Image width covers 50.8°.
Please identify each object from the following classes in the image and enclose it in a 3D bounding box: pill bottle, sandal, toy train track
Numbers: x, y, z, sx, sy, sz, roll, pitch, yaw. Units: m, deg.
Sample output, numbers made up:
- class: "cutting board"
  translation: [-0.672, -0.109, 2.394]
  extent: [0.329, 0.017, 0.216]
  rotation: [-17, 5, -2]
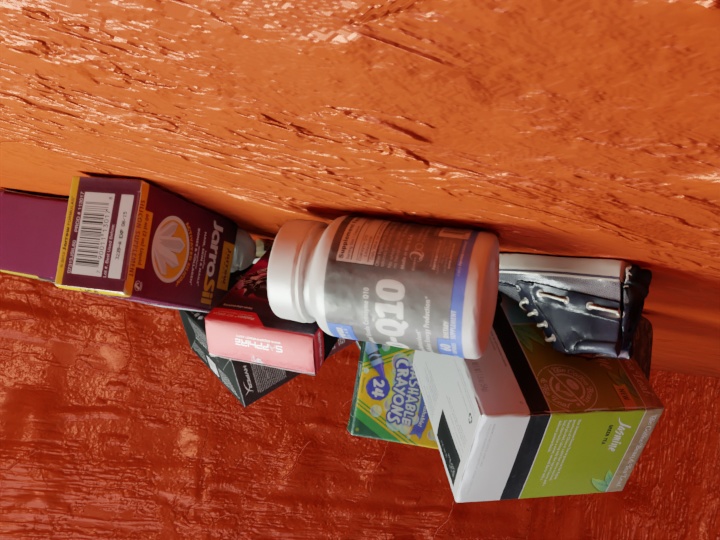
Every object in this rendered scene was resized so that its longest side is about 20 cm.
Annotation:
- class: "pill bottle"
  translation: [0.022, 0.011, 0.698]
  extent: [0.197, 0.116, 0.114]
  rotation: [7, 174, 18]
- class: "sandal"
  translation: [-0.224, -0.034, 0.968]
  extent: [0.199, 0.084, 0.050]
  rotation: [7, -143, 10]
- class: "toy train track"
  translation: [-0.184, -0.028, 1.083]
  extent: [0.114, 0.033, 0.198]
  rotation: [15, 165, -40]

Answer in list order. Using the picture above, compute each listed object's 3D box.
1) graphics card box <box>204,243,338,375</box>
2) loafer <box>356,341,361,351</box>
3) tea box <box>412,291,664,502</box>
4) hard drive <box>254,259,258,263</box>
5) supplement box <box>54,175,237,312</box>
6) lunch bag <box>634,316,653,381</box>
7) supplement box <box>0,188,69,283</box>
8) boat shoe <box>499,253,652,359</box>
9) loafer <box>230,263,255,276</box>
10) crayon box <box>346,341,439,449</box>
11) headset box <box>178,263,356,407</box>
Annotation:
- class: "graphics card box"
  translation: [-0.068, 0.029, 0.830]
  extent: [0.123, 0.052, 0.200]
  rotation: [7, -150, 19]
- class: "loafer"
  translation: [0.036, 0.127, 1.127]
  extent: [0.201, 0.073, 0.072]
  rotation: [51, -159, 17]
- class: "tea box"
  translation: [0.178, 0.123, 0.822]
  extent: [0.193, 0.135, 0.201]
  rotation: [0, -142, -13]
- class: "hard drive"
  translation: [-0.110, -0.002, 1.227]
  extent: [0.197, 0.027, 0.132]
  rotation: [7, 174, 26]
- class: "supplement box"
  translation: [-0.218, -0.020, 0.808]
  extent: [0.084, 0.112, 0.200]
  rotation: [6, 174, 19]
- class: "lunch bag"
  translation: [0.324, 0.147, 1.117]
  extent: [0.166, 0.204, 0.138]
  rotation: [-1, 166, 43]
- class: "supplement box"
  translation: [-0.381, -0.031, 1.017]
  extent: [0.129, 0.105, 0.200]
  rotation: [9, 174, 16]
- class: "boat shoe"
  translation: [0.189, 0.036, 0.767]
  extent: [0.074, 0.094, 0.198]
  rotation: [15, 172, -43]
- class: "loafer"
  translation: [-0.131, 0.022, 1.089]
  extent: [0.198, 0.074, 0.072]
  rotation: [12, 171, -39]
- class: "crayon box"
  translation: [0.090, 0.166, 0.998]
  extent: [0.196, 0.128, 0.052]
  rotation: [10, 174, -7]
- class: "headset box"
  translation: [-0.100, 0.056, 0.928]
  extent: [0.198, 0.078, 0.148]
  rotation: [-29, -142, -24]
